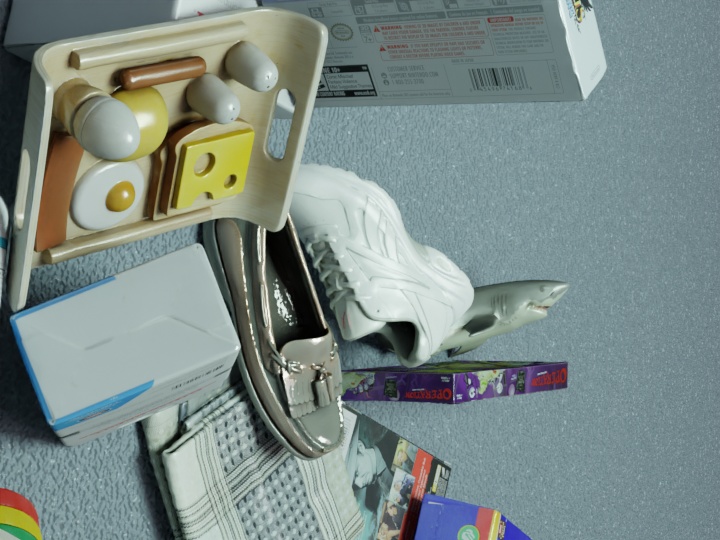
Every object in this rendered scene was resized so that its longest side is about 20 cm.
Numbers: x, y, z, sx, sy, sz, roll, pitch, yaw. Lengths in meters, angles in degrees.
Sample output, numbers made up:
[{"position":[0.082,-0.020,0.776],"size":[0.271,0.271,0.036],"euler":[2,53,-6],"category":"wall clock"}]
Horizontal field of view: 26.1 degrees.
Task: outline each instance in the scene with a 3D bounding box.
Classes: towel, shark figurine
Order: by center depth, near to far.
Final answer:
[{"position":[-0.071,0.153,1.157],"size":[0.192,0.034,0.202],"euler":[-32,113,-46],"category":"towel"},{"position":[0.063,0.031,1.354],"size":[0.213,0.128,0.090],"euler":[-11,75,-38],"category":"shark figurine"}]

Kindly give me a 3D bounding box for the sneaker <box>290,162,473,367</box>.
[{"position":[0.000,0.000,1.194],"size":[0.200,0.078,0.100],"euler":[39,59,-19],"category":"sneaker"}]

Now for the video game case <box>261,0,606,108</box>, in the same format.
[{"position":[0.027,-0.183,0.890],"size":[0.046,0.199,0.182],"euler":[-53,134,-42],"category":"video game case"}]

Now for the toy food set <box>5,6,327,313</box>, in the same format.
[{"position":[-0.108,-0.063,0.881],"size":[0.199,0.060,0.144],"euler":[-18,134,-41],"category":"toy food set"}]

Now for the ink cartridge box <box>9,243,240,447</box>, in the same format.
[{"position":[-0.141,0.051,0.945],"size":[0.115,0.200,0.068],"euler":[-21,83,-11],"category":"ink cartridge box"}]

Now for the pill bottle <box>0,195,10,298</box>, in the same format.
[{"position":[-0.249,0.015,0.835],"size":[0.110,0.110,0.202],"euler":[14,80,-55],"category":"pill bottle"}]

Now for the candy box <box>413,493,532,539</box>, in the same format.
[{"position":[0.099,0.308,1.379],"size":[0.200,0.076,0.171],"euler":[44,56,-59],"category":"candy box"}]

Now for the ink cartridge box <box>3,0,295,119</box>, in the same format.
[{"position":[-0.110,-0.211,0.993],"size":[0.146,0.145,0.202],"euler":[23,75,-54],"category":"ink cartridge box"}]

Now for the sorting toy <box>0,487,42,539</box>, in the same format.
[{"position":[-0.260,0.161,0.775],"size":[0.199,0.199,0.070],"euler":[42,21,-45],"category":"sorting toy"}]

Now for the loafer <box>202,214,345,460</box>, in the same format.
[{"position":[-0.053,0.041,1.125],"size":[0.072,0.063,0.201],"euler":[-26,96,-48],"category":"loafer"}]

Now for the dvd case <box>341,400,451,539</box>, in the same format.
[{"position":[0.009,0.206,1.312],"size":[0.200,0.022,0.147],"euler":[36,63,-52],"category":"dvd case"}]

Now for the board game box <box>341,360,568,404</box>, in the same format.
[{"position":[0.080,0.093,1.322],"size":[0.199,0.119,0.033],"euler":[0,93,-55],"category":"board game box"}]
